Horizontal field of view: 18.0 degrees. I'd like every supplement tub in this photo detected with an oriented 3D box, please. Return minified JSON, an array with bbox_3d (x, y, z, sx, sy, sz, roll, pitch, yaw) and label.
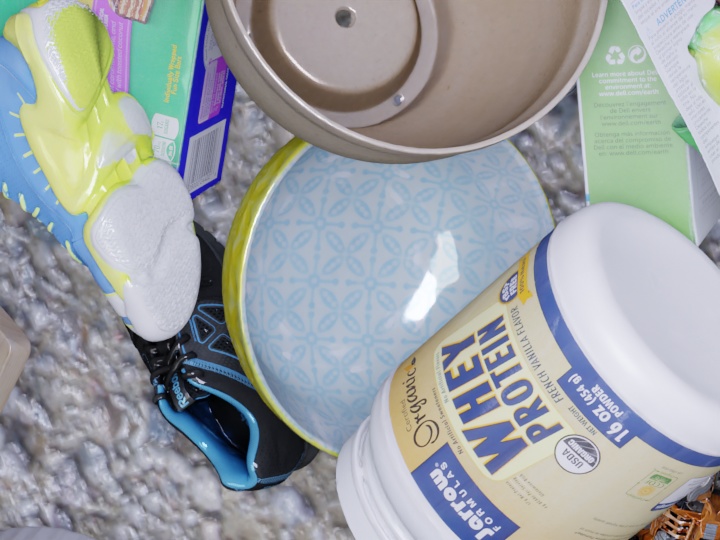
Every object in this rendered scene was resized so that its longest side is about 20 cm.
[{"bbox_3d":[0.095,0.077,1.151,0.144,0.144,0.200,48,121,2],"label":"supplement tub"}]

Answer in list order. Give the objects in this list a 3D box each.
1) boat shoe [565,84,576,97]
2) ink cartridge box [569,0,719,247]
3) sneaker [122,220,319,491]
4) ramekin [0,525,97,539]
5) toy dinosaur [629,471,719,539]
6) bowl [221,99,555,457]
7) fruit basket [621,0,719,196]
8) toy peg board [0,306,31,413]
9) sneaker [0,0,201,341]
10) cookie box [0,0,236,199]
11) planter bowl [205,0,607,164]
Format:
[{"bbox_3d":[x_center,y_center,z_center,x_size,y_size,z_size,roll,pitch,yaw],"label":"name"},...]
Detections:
[{"bbox_3d":[0.090,-0.187,1.226,0.069,0.057,0.200,-5,103,23],"label":"boat shoe"},{"bbox_3d":[0.152,-0.119,1.195,0.059,0.104,0.200,-1,105,21],"label":"ink cartridge box"},{"bbox_3d":[-0.099,0.042,1.352,0.073,0.082,0.200,-40,87,28],"label":"sneaker"},{"bbox_3d":[-0.204,0.253,1.430,0.202,0.094,0.203,4,114,9],"label":"ramekin"},{"bbox_3d":[0.210,0.155,1.253,0.135,0.200,0.102,-7,61,11],"label":"toy dinosaur"},{"bbox_3d":[0.000,0.000,1.274,0.108,0.200,0.201,18,118,61],"label":"bowl"},{"bbox_3d":[0.199,-0.139,1.126,0.200,0.185,0.094,56,150,-14],"label":"fruit basket"},{"bbox_3d":[-0.329,0.065,1.400,0.199,0.098,0.200,45,119,31],"label":"toy peg board"},{"bbox_3d":[-0.162,-0.051,1.284,0.105,0.076,0.200,-14,97,38],"label":"sneaker"},{"bbox_3d":[-0.173,-0.146,1.330,0.200,0.075,0.171,17,112,17],"label":"cookie box"},{"bbox_3d":[0.007,-0.142,1.142,0.200,0.200,0.135,57,159,-2],"label":"planter bowl"}]
